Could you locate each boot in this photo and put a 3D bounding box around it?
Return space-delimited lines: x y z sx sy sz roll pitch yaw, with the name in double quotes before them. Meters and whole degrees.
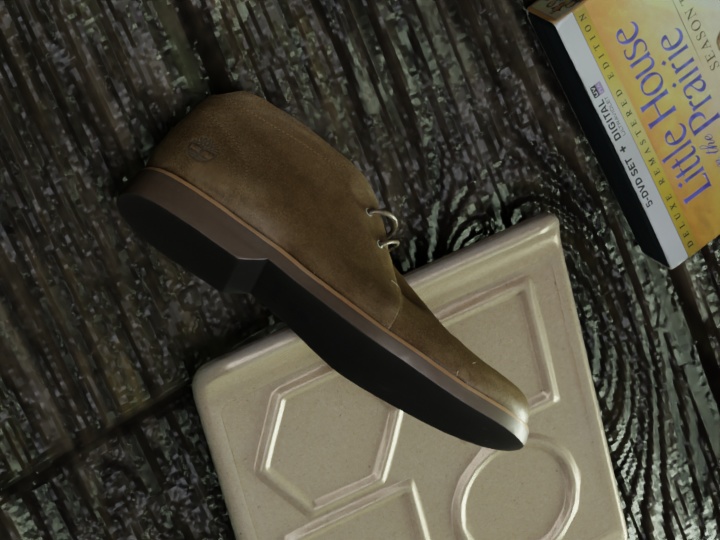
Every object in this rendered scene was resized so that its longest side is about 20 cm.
"boot" 0.000 0.000 1.209 0.200 0.074 0.075 37 68 -6

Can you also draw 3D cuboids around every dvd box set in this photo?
"dvd box set" 0.185 -0.115 1.319 0.200 0.029 0.146 -35 120 -13

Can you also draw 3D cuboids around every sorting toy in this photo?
"sorting toy" 0.024 0.086 1.309 0.185 0.036 0.200 -24 122 -18
